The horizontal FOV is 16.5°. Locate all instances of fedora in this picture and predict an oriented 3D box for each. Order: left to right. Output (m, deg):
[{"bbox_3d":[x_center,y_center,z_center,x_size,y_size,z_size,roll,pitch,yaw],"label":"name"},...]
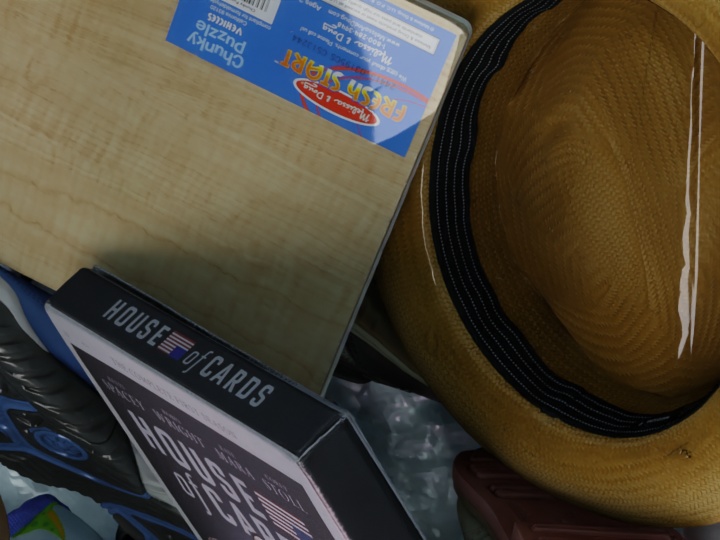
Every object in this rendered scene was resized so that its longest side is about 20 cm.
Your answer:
[{"bbox_3d":[0.089,-0.025,0.748,0.200,0.082,0.201,16,117,35],"label":"fedora"}]

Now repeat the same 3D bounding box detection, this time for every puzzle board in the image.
[{"bbox_3d":[-0.079,-0.057,0.767,0.200,0.017,0.151,26,124,5],"label":"puzzle board"}]

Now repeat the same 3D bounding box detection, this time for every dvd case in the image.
[{"bbox_3d":[-0.010,0.095,0.776,0.150,0.025,0.200,26,152,51],"label":"dvd case"}]

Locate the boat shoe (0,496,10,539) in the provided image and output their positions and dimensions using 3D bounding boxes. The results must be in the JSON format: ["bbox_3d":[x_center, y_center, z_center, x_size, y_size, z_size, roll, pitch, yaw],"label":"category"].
[{"bbox_3d":[-0.207,0.050,0.881,0.200,0.073,0.063,44,140,5],"label":"boat shoe"}]

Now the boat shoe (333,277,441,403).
[{"bbox_3d":[0.000,0.000,0.847,0.200,0.073,0.065,27,159,-6],"label":"boat shoe"}]

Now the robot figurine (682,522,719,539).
[{"bbox_3d":[0.189,0.116,0.803,0.200,0.150,0.125,51,148,-18],"label":"robot figurine"}]

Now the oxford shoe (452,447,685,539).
[{"bbox_3d":[0.064,0.105,0.811,0.071,0.200,0.074,4,101,-2],"label":"oxford shoe"}]

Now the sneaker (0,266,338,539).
[{"bbox_3d":[-0.080,0.043,0.871,0.076,0.077,0.200,3,153,42],"label":"sneaker"}]

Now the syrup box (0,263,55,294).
[{"bbox_3d":[-0.142,-0.024,0.885,0.081,0.079,0.200,29,133,4],"label":"syrup box"}]

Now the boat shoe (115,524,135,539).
[{"bbox_3d":[-0.019,0.155,0.964,0.200,0.057,0.069,48,131,-3],"label":"boat shoe"}]

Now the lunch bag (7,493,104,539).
[{"bbox_3d":[-0.125,0.209,0.904,0.170,0.200,0.128,37,160,33],"label":"lunch bag"}]
